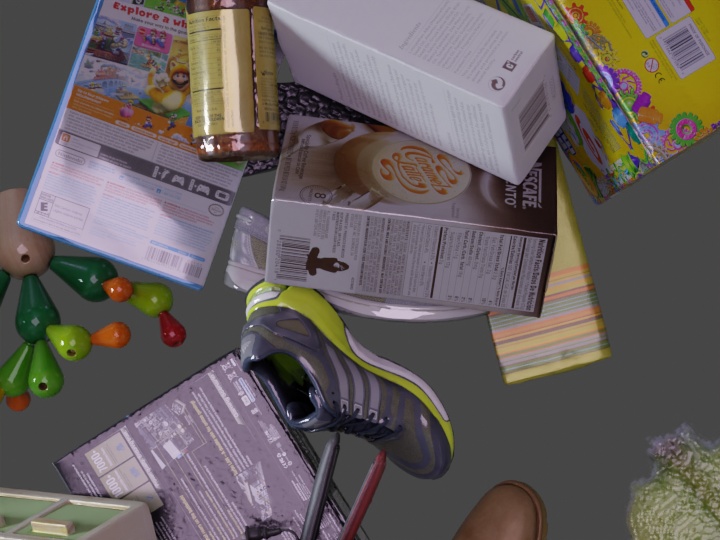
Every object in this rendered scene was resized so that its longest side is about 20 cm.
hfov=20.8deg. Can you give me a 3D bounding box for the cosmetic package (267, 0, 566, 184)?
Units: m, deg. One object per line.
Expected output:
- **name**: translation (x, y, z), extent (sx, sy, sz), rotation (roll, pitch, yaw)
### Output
- **cosmetic package**: translation (0.041, -0.149, 1.386), extent (0.200, 0.102, 0.071), rotation (27, 68, 23)

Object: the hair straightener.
- **hair straightener**: translation (-0.051, 0.207, 1.392), extent (0.077, 0.041, 0.200), rotation (23, 94, 4)

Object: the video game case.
- **video game case**: translation (-0.150, -0.103, 1.432), extent (0.143, 0.018, 0.201), rotation (20, 85, -10)

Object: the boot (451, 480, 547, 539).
- **boot**: translation (0.043, 0.219, 1.386), extent (0.066, 0.200, 0.176), rotation (25, 90, 35)

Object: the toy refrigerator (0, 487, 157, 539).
- **toy refrigerator**: translation (-0.242, 0.199, 1.409), extent (0.200, 0.076, 0.070), rotation (1, 109, 39)

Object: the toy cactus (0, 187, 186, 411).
- **toy cactus**: translation (-0.240, 0.020, 1.474), extent (0.199, 0.102, 0.165), rotation (-17, 69, 5)

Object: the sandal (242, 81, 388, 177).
- **sandal**: translation (-0.058, -0.111, 1.483), extent (0.200, 0.048, 0.076), rotation (-9, 87, -10)

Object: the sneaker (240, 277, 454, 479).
- **sneaker**: translation (-0.015, 0.095, 1.430), extent (0.200, 0.081, 0.074), rotation (39, 133, -15)

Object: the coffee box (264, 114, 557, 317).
- **coffee box**: translation (0.038, -0.040, 1.407), extent (0.199, 0.115, 0.080), rotation (7, 128, 0)

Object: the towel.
- **towel**: translation (0.125, -0.019, 1.482), extent (0.086, 0.018, 0.201), rotation (-14, 88, -2)

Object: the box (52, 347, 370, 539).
- **box**: translation (-0.102, 0.182, 1.453), extent (0.164, 0.086, 0.200), rotation (-33, 87, 2)

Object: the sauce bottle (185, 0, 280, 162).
- **sauce bottle**: translation (-0.092, -0.179, 1.404), extent (0.066, 0.066, 0.201), rotation (-2, 88, 3)

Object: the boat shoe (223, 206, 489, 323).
- **boat shoe**: translation (-0.001, 0.000, 1.460), extent (0.201, 0.074, 0.065), rotation (10, 94, 10)

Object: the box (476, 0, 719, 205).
- **box**: translation (0.183, -0.172, 1.386), extent (0.122, 0.193, 0.200), rotation (-31, 88, -8)
